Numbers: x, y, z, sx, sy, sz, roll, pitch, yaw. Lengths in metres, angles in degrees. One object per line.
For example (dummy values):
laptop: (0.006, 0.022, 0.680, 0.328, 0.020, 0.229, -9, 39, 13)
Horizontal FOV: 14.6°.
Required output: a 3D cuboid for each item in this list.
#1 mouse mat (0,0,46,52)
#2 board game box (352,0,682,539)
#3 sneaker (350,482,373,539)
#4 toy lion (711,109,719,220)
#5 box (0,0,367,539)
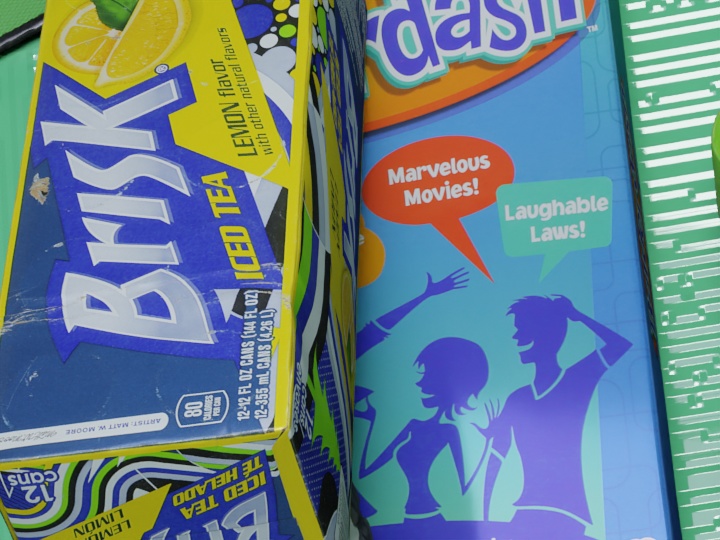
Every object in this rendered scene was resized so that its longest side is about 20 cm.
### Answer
mouse mat: (-0.159, -0.115, 0.835, 0.199, 0.008, 0.161, -28, 66, 2)
board game box: (0.000, 0.000, 0.735, 0.151, 0.045, 0.201, -9, 68, 10)
sneaker: (-0.032, 0.138, 0.661, 0.079, 0.077, 0.201, -6, 86, 16)
toy lion: (0.194, -0.033, 0.684, 0.200, 0.069, 0.191, -37, 51, -20)
box: (-0.038, -0.014, 0.651, 0.070, 0.064, 0.201, -7, 44, 9)
